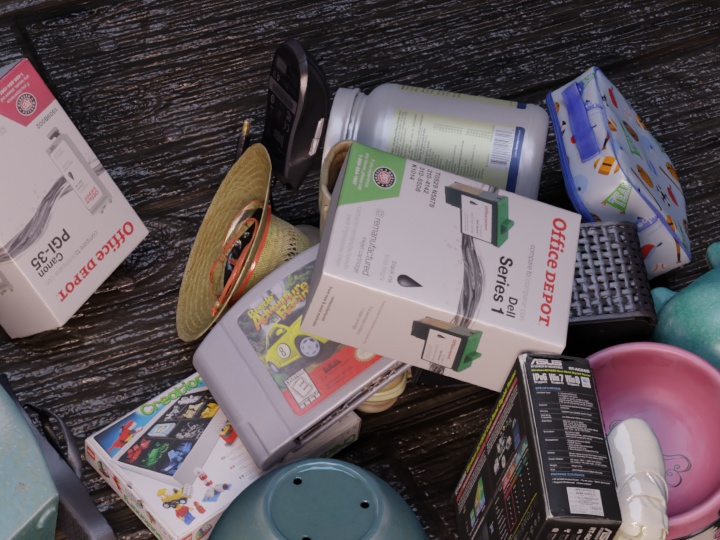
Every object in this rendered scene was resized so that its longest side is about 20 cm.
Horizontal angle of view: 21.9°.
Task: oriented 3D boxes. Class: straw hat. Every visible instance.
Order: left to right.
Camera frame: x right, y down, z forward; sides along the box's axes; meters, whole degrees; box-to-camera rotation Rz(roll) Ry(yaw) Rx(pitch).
[{"bbox_3d":[-0.086,-0.009,1.650,0.085,0.201,0.201,21,43,-18],"label":"straw hat"}]

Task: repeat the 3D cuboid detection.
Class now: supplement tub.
[{"bbox_3d":[0.069,-0.098,1.749,0.200,0.145,0.145,9,46,5],"label":"supplement tub"}]

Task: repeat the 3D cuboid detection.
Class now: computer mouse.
[{"bbox_3d":[-0.071,-0.129,1.740,0.046,0.200,0.140,-3,25,-26],"label":"computer mouse"}]

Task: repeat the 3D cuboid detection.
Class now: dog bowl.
[{"bbox_3d":[0.234,0.148,1.535,0.200,0.074,0.200,-2,61,4],"label":"dog bowl"}]

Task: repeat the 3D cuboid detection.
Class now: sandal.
[{"bbox_3d":[-0.246,0.166,1.526,0.043,0.076,0.200,-27,64,-25],"label":"sandal"}]

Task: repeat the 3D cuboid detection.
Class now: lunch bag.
[{"bbox_3d":[0.237,-0.093,1.744,0.076,0.160,0.200,-32,36,20],"label":"lunch bag"}]

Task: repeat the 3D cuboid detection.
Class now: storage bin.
[{"bbox_3d":[0.142,0.031,1.618,0.200,0.135,0.094,-4,67,-10],"label":"storage bin"}]

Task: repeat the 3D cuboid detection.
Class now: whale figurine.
[{"bbox_3d":[0.336,0.034,1.670,0.159,0.104,0.200,16,45,12],"label":"whale figurine"}]

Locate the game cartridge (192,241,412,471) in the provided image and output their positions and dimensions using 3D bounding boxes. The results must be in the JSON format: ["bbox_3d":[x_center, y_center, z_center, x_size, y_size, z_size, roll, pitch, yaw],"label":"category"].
[{"bbox_3d":[-0.037,0.056,1.542,0.200,0.041,0.133,-37,63,4],"label":"game cartridge"}]

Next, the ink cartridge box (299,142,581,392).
[{"bbox_3d":[0.067,0.001,1.475,0.200,0.084,0.146,16,51,-6],"label":"ink cartridge box"}]

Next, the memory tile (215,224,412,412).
[{"bbox_3d":[-0.021,0.040,1.699,0.200,0.017,0.153,29,50,22],"label":"memory tile"}]

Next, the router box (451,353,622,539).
[{"bbox_3d":[0.132,0.183,1.437,0.062,0.200,0.150,5,49,-14],"label":"router box"}]

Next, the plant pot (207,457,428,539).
[{"bbox_3d":[-0.031,0.223,1.438,0.200,0.135,0.200,2,45,-2],"label":"plant pot"}]

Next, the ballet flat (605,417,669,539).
[{"bbox_3d":[0.204,0.216,1.433,0.069,0.200,0.069,15,5,-1],"label":"ballet flat"}]

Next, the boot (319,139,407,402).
[{"bbox_3d":[0.000,0.000,1.619,0.072,0.155,0.200,-5,45,-8],"label":"boot"}]

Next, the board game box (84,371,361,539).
[{"bbox_3d":[-0.115,0.143,1.575,0.200,0.035,0.126,-31,59,-29],"label":"board game box"}]

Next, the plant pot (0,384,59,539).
[{"bbox_3d":[-0.343,0.181,1.427,0.200,0.196,0.196,33,52,14],"label":"plant pot"}]

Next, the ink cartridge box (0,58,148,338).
[{"bbox_3d":[-0.301,-0.062,1.647,0.083,0.200,0.147,-13,29,44],"label":"ink cartridge box"}]
